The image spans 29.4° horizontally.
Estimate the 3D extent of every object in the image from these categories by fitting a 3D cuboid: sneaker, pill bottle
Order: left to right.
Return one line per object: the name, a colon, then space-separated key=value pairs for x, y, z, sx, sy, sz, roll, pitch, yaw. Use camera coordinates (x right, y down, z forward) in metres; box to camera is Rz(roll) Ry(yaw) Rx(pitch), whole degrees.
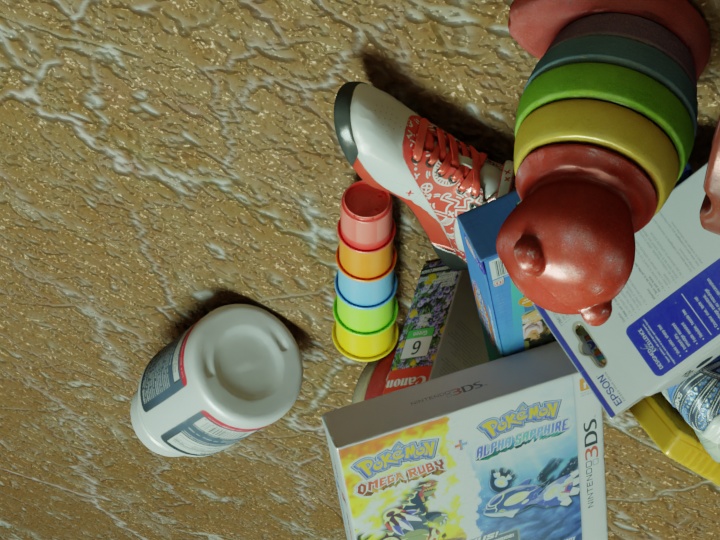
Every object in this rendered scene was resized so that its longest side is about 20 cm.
pill bottle: x=-0.150 y=0.117 z=1.347 sx=0.119 sy=0.120 sz=0.200 roll=30 pitch=149 yaw=-18
sneaker: x=0.073 y=-0.072 z=0.965 sx=0.108 sy=0.067 sz=0.201 roll=-7 pitch=143 yaw=34
sneaker: x=0.254 y=0.067 z=1.018 sx=0.085 sy=0.077 sz=0.200 roll=44 pitch=-169 yaw=-1

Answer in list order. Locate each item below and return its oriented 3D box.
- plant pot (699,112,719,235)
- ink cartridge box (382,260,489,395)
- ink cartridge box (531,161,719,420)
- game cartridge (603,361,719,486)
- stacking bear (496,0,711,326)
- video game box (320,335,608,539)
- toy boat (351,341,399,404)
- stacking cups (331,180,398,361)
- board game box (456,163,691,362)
plant pot: x=0.298 y=-0.066 z=0.734 sx=0.195 sy=0.201 sz=0.201 roll=19 pitch=151 yaw=19
ink cartridge box: x=0.072 y=0.101 z=1.108 sx=0.050 sy=0.200 sz=0.109 roll=-11 pitch=138 yaw=40
ink cartridge box: x=0.216 y=0.000 z=0.872 sx=0.200 sy=0.100 sz=0.039 roll=-38 pitch=159 yaw=18
game cartridge: x=0.299 y=0.142 z=1.107 sx=0.200 sy=0.032 sz=0.176 roll=30 pitch=-168 yaw=-17
stacking bear: x=0.135 y=-0.064 z=0.803 sx=0.114 sy=0.200 sz=0.121 roll=-16 pitch=135 yaw=45
video game box: x=0.083 y=0.154 z=1.006 sx=0.199 sy=0.047 sz=0.183 roll=-17 pitch=124 yaw=-9
toy boat: x=0.090 y=0.143 z=1.229 sx=0.200 sy=0.131 sz=0.131 roll=36 pitch=152 yaw=-26
stacking cups: x=0.000 y=0.000 z=1.131 sx=0.060 sy=0.061 sz=0.200 roll=13 pitch=147 yaw=12
board game box: x=0.156 y=0.002 z=0.967 sx=0.152 sy=0.045 sz=0.200 roll=-23 pitch=146 yaw=-3
